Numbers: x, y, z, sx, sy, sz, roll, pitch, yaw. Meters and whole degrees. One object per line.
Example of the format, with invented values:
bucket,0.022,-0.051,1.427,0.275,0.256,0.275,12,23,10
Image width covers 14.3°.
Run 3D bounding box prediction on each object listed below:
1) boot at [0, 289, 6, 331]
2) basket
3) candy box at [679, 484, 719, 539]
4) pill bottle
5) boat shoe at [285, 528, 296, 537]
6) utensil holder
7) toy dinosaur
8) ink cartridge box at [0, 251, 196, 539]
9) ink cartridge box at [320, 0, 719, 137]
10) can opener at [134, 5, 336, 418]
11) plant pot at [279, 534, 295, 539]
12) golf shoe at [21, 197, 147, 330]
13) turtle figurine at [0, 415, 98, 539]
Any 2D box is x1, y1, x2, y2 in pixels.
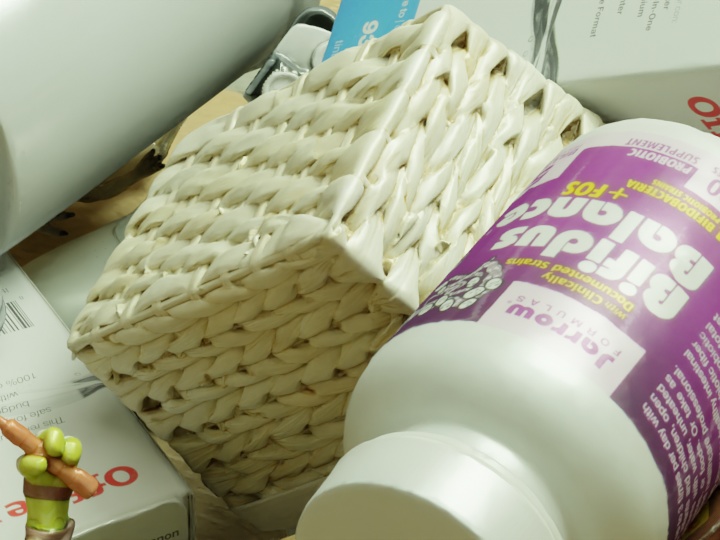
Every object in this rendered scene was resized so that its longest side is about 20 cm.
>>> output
boot,-0.242,0.008,1.131,0.199,0.096,0.074,-17,39,-16
basket,0.000,0.000,1.100,0.200,0.123,0.136,-21,34,50
candy box,0.146,0.070,1.020,0.056,0.117,0.200,46,24,-9
pill bottle,0.064,0.044,0.924,0.112,0.113,0.200,19,41,23
boat shoe,0.051,0.062,1.152,0.200,0.072,0.069,-28,-8,11
utensil holder,-0.141,-0.118,1.241,0.170,0.170,0.200,24,45,28
toy dinosaur,-0.167,-0.040,1.357,0.199,0.058,0.101,-10,0,-18
ink cartridge box,-0.173,0.087,1.174,0.146,0.083,0.200,-18,40,-23
ink cartridge box,0.104,-0.067,1.148,0.200,0.145,0.084,-3,58,39
can opener,-0.059,-0.022,1.255,0.053,0.200,0.066,36,8,-4
plant pot,0.034,0.157,1.027,0.186,0.187,0.200,23,31,27
golf shoe,-0.077,-0.025,1.315,0.200,0.097,0.078,-20,43,-23
turtle figurine,-0.101,0.153,1.069,0.161,0.201,0.064,4,-6,-30
